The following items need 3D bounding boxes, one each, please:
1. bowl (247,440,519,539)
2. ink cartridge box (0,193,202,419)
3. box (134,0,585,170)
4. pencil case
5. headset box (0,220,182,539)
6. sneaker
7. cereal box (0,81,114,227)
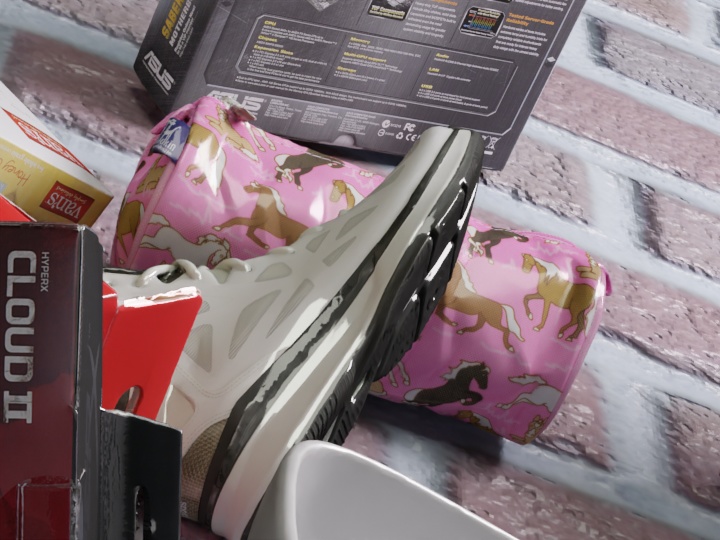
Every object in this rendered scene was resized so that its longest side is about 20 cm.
[{"bbox_3d":[0.047,0.142,0.658,0.199,0.075,0.200,31,14,-12],"label":"bowl"},{"bbox_3d":[-0.151,0.044,0.762,0.067,0.116,0.200,38,27,30],"label":"ink cartridge box"},{"bbox_3d":[0.012,-0.136,1.200,0.199,0.159,0.048,6,31,-34],"label":"box"},{"bbox_3d":[0.000,0.000,1.023,0.199,0.087,0.083,22,29,-10],"label":"pencil case"},{"bbox_3d":[-0.143,0.062,0.610,0.199,0.149,0.075,0,-3,-2],"label":"headset box"},{"bbox_3d":[-0.038,0.002,0.932,0.115,0.076,0.201,26,56,12],"label":"sneaker"},{"bbox_3d":[-0.202,-0.092,1.019,0.200,0.040,0.144,42,7,33],"label":"cereal box"}]
